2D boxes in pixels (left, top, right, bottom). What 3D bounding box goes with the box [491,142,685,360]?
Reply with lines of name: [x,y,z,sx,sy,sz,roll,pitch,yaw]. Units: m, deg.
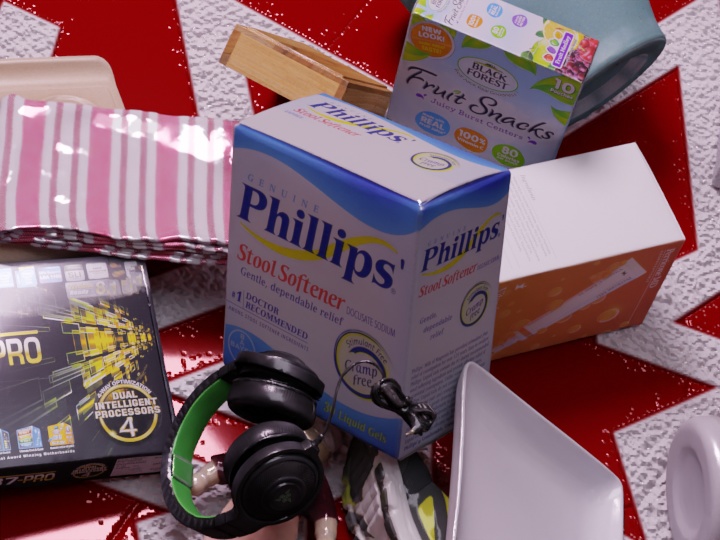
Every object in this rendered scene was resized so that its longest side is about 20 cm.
box: [0.132,-0.008,1.455,0.198,0.125,0.098,-13,60,-18]

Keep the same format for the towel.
towel: [-0.181,-0.073,1.427,0.198,0.030,0.147,6,47,-14]

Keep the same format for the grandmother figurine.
grandmother figurine: [-0.069,0.171,1.338,0.120,0.061,0.201,29,53,4]

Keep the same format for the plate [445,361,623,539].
plate: [0.118,0.194,1.315,0.200,0.032,0.201,38,44,-35]

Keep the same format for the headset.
headset: [-0.049,0.115,1.281,0.094,0.199,0.125,32,44,-40]

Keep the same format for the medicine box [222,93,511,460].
medicine box: [0.000,0.000,1.337,0.181,0.202,0.102,25,34,35]

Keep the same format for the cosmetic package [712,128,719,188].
cosmetic package: [0.425,-0.158,1.615,0.197,0.123,0.201,15,54,-1]

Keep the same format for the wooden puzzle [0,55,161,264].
wooden puzzle: [-0.263,-0.081,1.458,0.183,0.047,0.201,-5,52,-22]

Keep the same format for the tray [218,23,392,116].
tray: [-0.038,-0.154,1.490,0.098,0.200,0.037,28,99,8]

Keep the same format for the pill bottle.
pill bottle: [0.336,0.164,1.386,0.198,0.113,0.113,1,56,-11]

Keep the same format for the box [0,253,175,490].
box: [-0.241,0.075,1.350,0.198,0.049,0.163,-3,62,-21]

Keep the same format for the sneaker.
sneaker: [0.049,0.194,1.345,0.084,0.075,0.202,-4,60,-30]

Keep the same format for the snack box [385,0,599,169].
snack box: [0.095,-0.130,1.483,0.141,0.201,0.053,22,57,4]

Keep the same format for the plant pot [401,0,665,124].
plant pot: [0.150,-0.226,1.566,0.199,0.200,0.189,-29,79,-26]
